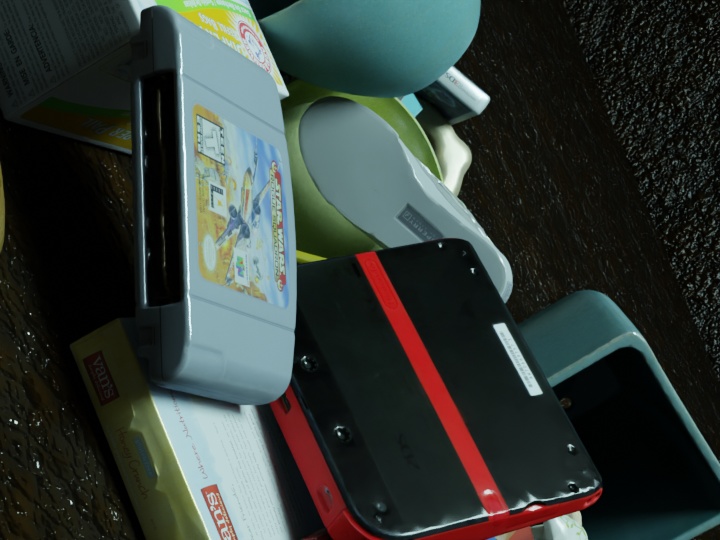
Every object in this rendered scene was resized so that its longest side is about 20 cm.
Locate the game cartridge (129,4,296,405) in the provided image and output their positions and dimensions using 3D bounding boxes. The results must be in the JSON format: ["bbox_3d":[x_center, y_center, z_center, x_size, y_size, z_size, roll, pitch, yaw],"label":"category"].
[{"bbox_3d":[-0.078,-0.031,0.869,0.133,0.041,0.201,19,64,-60],"label":"game cartridge"}]

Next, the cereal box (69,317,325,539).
[{"bbox_3d":[-0.079,0.096,0.902,0.144,0.039,0.200,66,18,9],"label":"cereal box"}]

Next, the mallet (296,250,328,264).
[{"bbox_3d":[0.000,0.000,1.064,0.066,0.199,0.041,-38,139,-73],"label":"mallet"}]

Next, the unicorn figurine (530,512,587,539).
[{"bbox_3d":[0.117,0.224,1.089,0.137,0.074,0.200,48,53,-24],"label":"unicorn figurine"}]

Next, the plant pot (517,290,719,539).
[{"bbox_3d":[0.176,0.130,1.357,0.197,0.195,0.200,56,10,-21],"label":"plant pot"}]

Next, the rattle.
[{"bbox_3d":[-0.013,-0.106,1.376,0.199,0.131,0.143,26,0,-8],"label":"rattle"}]

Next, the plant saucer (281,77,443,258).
[{"bbox_3d":[-0.015,-0.050,1.190,0.199,0.031,0.201,9,75,-39],"label":"plant saucer"}]

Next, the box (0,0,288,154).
[{"bbox_3d":[-0.143,-0.147,0.975,0.113,0.101,0.200,66,18,12],"label":"box"}]

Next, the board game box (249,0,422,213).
[{"bbox_3d":[-0.054,-0.164,1.231,0.151,0.047,0.200,-48,113,-37],"label":"board game box"}]

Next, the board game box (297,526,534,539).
[{"bbox_3d":[0.043,0.181,0.955,0.200,0.019,0.103,-17,90,-51],"label":"board game box"}]

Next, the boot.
[{"bbox_3d":[0.033,-0.042,1.172,0.200,0.074,0.096,49,2,6],"label":"boot"}]

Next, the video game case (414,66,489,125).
[{"bbox_3d":[0.013,-0.189,1.383,0.182,0.023,0.200,39,-8,-9],"label":"video game case"}]

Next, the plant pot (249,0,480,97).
[{"bbox_3d":[0.010,-0.203,1.134,0.135,0.200,0.201,45,24,-30],"label":"plant pot"}]

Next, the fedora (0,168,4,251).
[{"bbox_3d":[-0.227,-0.067,0.647,0.201,0.082,0.201,59,12,-21],"label":"fedora"}]

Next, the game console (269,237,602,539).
[{"bbox_3d":[0.032,0.072,0.946,0.176,0.031,0.201,-9,58,-31],"label":"game console"}]
